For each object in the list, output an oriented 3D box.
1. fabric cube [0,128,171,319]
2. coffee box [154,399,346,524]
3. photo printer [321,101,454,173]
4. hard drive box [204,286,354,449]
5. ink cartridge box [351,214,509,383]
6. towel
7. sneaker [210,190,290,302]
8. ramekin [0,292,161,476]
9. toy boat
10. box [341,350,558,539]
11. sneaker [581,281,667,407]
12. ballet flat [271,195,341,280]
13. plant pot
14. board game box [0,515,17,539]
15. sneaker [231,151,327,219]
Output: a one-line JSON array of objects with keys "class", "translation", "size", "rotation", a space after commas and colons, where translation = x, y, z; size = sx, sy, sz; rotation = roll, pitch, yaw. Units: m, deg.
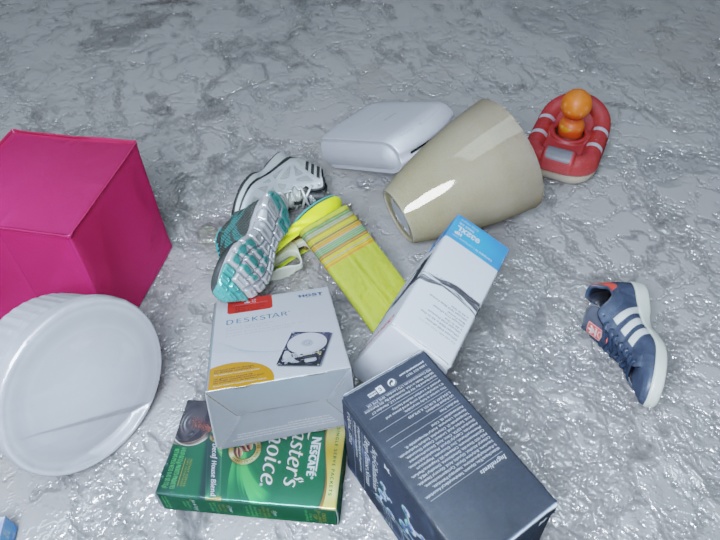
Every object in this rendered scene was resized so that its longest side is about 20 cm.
[{"class": "fabric cube", "translation": [-0.409, -0.050, 0.844], "size": [0.198, 0.200, 0.197], "rotation": [7, 48, 8]}, {"class": "coffee box", "translation": [-0.115, 0.213, 0.693], "size": [0.198, 0.044, 0.123], "rotation": [4, 46, 5]}, {"class": "photo printer", "translation": [0.052, -0.232, 1.051], "size": [0.199, 0.070, 0.166], "rotation": [16, 45, 44]}, {"class": "hard drive box", "translation": [-0.097, 0.105, 0.727], "size": [0.155, 0.077, 0.200], "rotation": [-9, 25, -8]}, {"class": "ink cartridge box", "translation": [0.085, 0.051, 0.759], "size": [0.083, 0.145, 0.200], "rotation": [36, 53, 0]}, {"class": "towel", "translation": [0.000, 0.000, 0.872], "size": [0.086, 0.018, 0.200], "rotation": [-31, 72, -19]}, {"class": "sneaker", "translation": [-0.165, -0.026, 0.840], "size": [0.091, 0.078, 0.201], "rotation": [-13, 34, 27]}, {"class": "ramekin", "translation": [-0.335, 0.119, 0.693], "size": [0.094, 0.203, 0.203], "rotation": [14, 47, 31]}, {"class": "toy boat", "translation": [0.367, -0.254, 1.062], "size": [0.130, 0.131, 0.200], "rotation": [19, 50, 18]}, {"class": "box", "translation": [0.078, 0.212, 0.617], "size": [0.107, 0.149, 0.200], "rotation": [-27, 51, -21]}, {"class": "sneaker", "translation": [0.329, 0.088, 0.782], "size": [0.084, 0.075, 0.201], "rotation": [7, 37, 6]}, {"class": "ballet flat", "translation": [-0.094, -0.038, 0.920], "size": [0.199, 0.067, 0.067], "rotation": [-35, 61, -19]}, {"class": "plant pot", "translation": [0.141, -0.131, 0.937], "size": [0.199, 0.188, 0.188], "rotation": [-29, 51, -7]}, {"class": "board game box", "translation": [-0.458, 0.335, 0.593], "size": [0.198, 0.037, 0.152], "rotation": [-7, 46, -6]}, {"class": "sneaker", "translation": [-0.120, -0.121, 0.987], "size": [0.115, 0.076, 0.201], "rotation": [14, 46, 17]}]
